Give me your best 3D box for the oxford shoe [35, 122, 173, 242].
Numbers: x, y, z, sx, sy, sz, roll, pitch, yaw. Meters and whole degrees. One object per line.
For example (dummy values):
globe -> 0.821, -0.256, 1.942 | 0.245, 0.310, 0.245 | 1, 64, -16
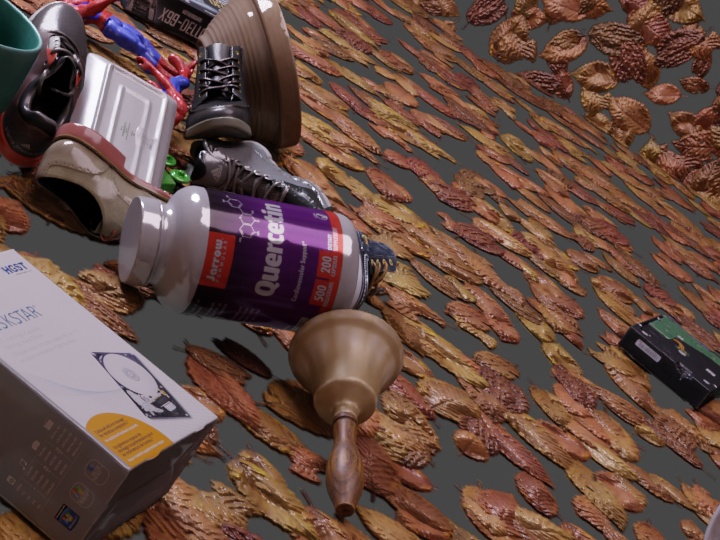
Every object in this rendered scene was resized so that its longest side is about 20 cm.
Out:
oxford shoe -> -0.213, -0.044, 1.590 | 0.200, 0.070, 0.075 | 38, 51, -13

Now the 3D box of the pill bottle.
pill bottle -> -0.108, -0.011, 1.541 | 0.199, 0.113, 0.113 | 10, 26, -21

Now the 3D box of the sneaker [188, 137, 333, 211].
sneaker -> -0.121, -0.084, 1.844 | 0.115, 0.075, 0.200 | 12, 18, -42

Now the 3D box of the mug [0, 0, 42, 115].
mug -> -0.387, -0.195, 1.541 | 0.185, 0.115, 0.152 | 13, 28, -49

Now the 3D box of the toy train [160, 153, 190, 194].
toy train -> -0.241, -0.131, 1.779 | 0.056, 0.042, 0.200 | 1, 37, -44

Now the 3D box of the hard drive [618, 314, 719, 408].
hard drive -> 0.438, 0.123, 2.387 | 0.140, 0.038, 0.200 | 40, 18, 15

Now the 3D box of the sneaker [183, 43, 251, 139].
sneaker -> -0.160, -0.199, 1.925 | 0.074, 0.107, 0.200 | -2, 5, -6

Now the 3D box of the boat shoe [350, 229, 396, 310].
boat shoe -> 0.000, 0.000, 1.823 | 0.091, 0.071, 0.200 | 24, 18, -19

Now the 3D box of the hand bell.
hand bell -> -0.012, 0.135, 1.470 | 0.104, 0.104, 0.200 | 29, 31, -20

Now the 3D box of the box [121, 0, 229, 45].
box -> -0.240, -0.360, 2.364 | 0.199, 0.050, 0.158 | 25, 20, -30

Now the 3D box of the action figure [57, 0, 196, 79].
action figure -> -0.274, -0.305, 2.059 | 0.199, 0.099, 0.065 | 30, 17, -10

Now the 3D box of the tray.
tray -> -0.231, -0.130, 1.696 | 0.107, 0.022, 0.201 | 30, 40, -24

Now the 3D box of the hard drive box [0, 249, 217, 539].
hard drive box -> -0.218, 0.084, 1.187 | 0.200, 0.077, 0.156 | 38, 17, 8

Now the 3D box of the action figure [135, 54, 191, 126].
action figure -> -0.238, -0.202, 1.929 | 0.099, 0.065, 0.200 | 36, 15, -19

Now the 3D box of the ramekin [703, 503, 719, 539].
ramekin -> 0.440, 0.290, 1.701 | 0.202, 0.203, 0.094 | 43, 6, 23

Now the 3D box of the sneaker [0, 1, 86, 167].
sneaker -> -0.284, -0.185, 1.643 | 0.077, 0.082, 0.201 | 31, 46, -28

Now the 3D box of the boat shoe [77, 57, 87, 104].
boat shoe -> -0.339, -0.187, 1.694 | 0.199, 0.075, 0.093 | 1, 53, -44

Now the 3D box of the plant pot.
plant pot -> -0.141, -0.239, 2.089 | 0.092, 0.202, 0.201 | -13, 34, -11
